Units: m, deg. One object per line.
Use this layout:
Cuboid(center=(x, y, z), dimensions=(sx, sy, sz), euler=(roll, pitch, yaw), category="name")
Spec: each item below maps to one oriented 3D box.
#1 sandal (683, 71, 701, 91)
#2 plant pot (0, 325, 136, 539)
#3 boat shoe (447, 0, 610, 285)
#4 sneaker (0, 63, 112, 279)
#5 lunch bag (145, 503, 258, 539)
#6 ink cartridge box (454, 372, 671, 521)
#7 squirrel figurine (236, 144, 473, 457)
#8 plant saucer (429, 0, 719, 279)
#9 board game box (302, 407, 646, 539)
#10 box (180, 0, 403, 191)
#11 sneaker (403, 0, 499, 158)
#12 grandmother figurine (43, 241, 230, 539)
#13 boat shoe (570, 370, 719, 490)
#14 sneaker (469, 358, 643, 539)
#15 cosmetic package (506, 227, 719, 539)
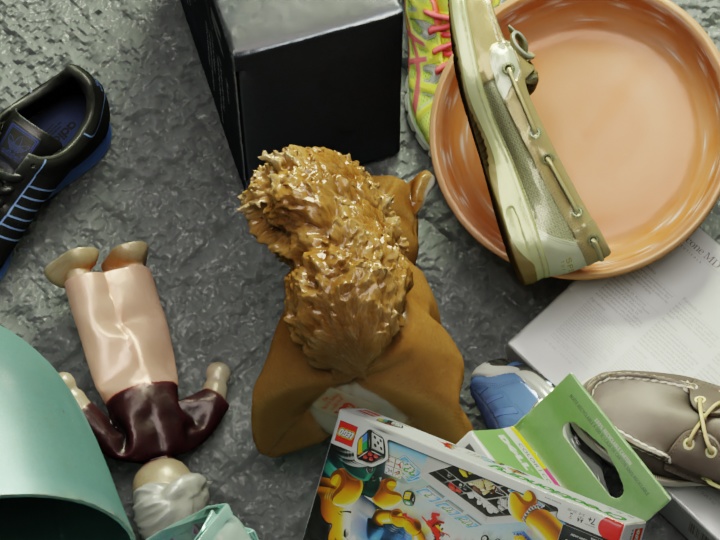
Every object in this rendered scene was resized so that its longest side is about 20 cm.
Cuboid(center=(0.222, -0.116, 1.719), dimensions=(0.199, 0.087, 0.080), euler=(-10, 68, -1), category="sandal")
Cuboid(center=(-0.251, 0.127, 1.569), dimensions=(0.200, 0.201, 0.161), euler=(-16, 56, -6), category="plant pot")
Cuboid(center=(0.102, -0.094, 1.623), dimensions=(0.063, 0.073, 0.201), euler=(-16, 78, 1), category="boat shoe")
Cuboid(center=(-0.242, -0.056, 1.706), dimensions=(0.070, 0.078, 0.200), euler=(33, 71, 15), category="sneaker")
Cuboid(center=(-0.110, 0.257, 1.512), dimensions=(0.200, 0.122, 0.171), euler=(-38, 105, -11), category="lunch bag")
Cuboid(center=(0.079, 0.165, 1.556), dimensions=(0.200, 0.059, 0.104), euler=(-46, 68, 20), category="ink cartridge box")
Cuboid(center=(0.000, 0.000, 1.616), dimensions=(0.141, 0.200, 0.187), euler=(-1, 53, 11), category="squirrel figurine")
Cuboid(center=(0.145, -0.090, 1.668), dimensions=(0.199, 0.037, 0.201), euler=(-2, 77, 10), category="plant saucer")
Cuboid(center=(0.059, 0.173, 1.513), dimensions=(0.200, 0.035, 0.127), euler=(20, 98, 29), category="board game box")
Cuboid(center=(-0.054, -0.189, 1.697), dimensions=(0.117, 0.197, 0.201), euler=(-16, 67, -7), category="box")
Cuboid(center=(0.063, -0.158, 1.738), dimensions=(0.078, 0.090, 0.201), euler=(-11, 68, -6), category="sneaker")
Cuboid(center=(-0.139, 0.081, 1.656), dimensions=(0.121, 0.061, 0.201), euler=(-10, 68, -15), category="grandmother figurine")
Cuboid(center=(0.226, 0.105, 1.572), dimensions=(0.199, 0.060, 0.072), euler=(22, 70, 2), category="boat shoe")
Cuboid(center=(0.115, 0.144, 1.610), dimensions=(0.077, 0.076, 0.200), euler=(-23, 66, -13), category="sneaker")
Cuboid(center=(0.216, 0.072, 1.654), dimensions=(0.151, 0.052, 0.200), euler=(-42, 71, -14), category="cosmetic package")
